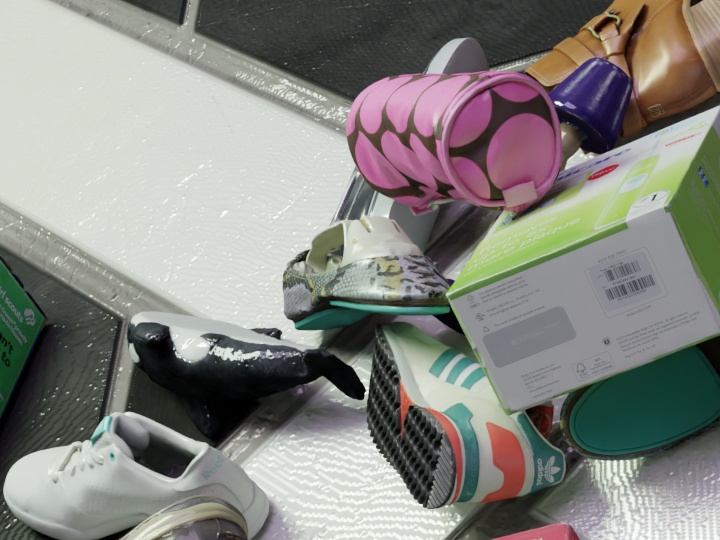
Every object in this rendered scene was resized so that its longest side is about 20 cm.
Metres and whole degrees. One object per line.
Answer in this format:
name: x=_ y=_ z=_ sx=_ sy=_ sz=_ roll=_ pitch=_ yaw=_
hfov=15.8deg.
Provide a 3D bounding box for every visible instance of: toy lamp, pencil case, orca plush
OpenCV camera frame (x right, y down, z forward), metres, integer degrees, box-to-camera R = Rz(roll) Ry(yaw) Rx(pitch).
toy lamp: x=0.110 y=-0.050 z=1.681 sx=0.058 sy=0.058 sz=0.200 roll=23 pitch=73 yaw=46
pencil case: x=0.060 y=-0.078 z=1.629 sx=0.091 sy=0.094 sz=0.200 roll=-9 pitch=6 yaw=-15
orca plush: x=-0.083 y=0.074 z=1.705 sx=0.200 sy=0.071 sz=0.105 roll=8 pitch=6 yaw=33

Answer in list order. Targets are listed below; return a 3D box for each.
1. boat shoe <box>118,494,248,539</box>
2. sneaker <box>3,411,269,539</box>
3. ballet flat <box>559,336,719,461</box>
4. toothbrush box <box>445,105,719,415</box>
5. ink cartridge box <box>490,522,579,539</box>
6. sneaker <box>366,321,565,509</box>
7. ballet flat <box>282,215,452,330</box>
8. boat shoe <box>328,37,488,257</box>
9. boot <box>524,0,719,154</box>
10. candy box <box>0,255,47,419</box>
boat shoe: x=-0.150 y=0.212 z=1.561 sx=0.200 sy=0.075 sz=0.073 roll=-35 pitch=44 yaw=3
sneaker: x=-0.155 y=0.124 z=1.653 sx=0.200 sy=0.089 sz=0.075 roll=1 pitch=48 yaw=33
ballet flat: x=0.207 y=0.050 z=1.538 sx=0.200 sy=0.074 sz=0.074 roll=-26 pitch=38 yaw=1
toothbrush box: x=0.152 y=-0.009 z=1.537 sx=0.145 sy=0.086 sz=0.200 roll=-22 pitch=11 yaw=23
ink cartridge box: x=0.059 y=0.247 z=1.381 sx=0.145 sy=0.083 sz=0.200 roll=-15 pitch=40 yaw=18
sneaker: x=0.064 y=0.089 z=1.585 sx=0.093 sy=0.070 sz=0.200 roll=1 pitch=19 yaw=-15
ballet flat: x=0.000 y=0.000 z=1.646 sx=0.072 sy=0.072 sz=0.200 roll=-45 pitch=13 yaw=-20
boat shoe: x=0.030 y=-0.081 z=1.787 sx=0.068 sy=0.072 sz=0.200 roll=2 pitch=55 yaw=32
boot: x=0.184 y=-0.167 z=1.792 sx=0.155 sy=0.077 sz=0.200 roll=-31 pitch=45 yaw=4
candy box: x=-0.335 y=0.089 z=1.815 sx=0.169 sy=0.077 sz=0.200 roll=-7 pitch=44 yaw=27
